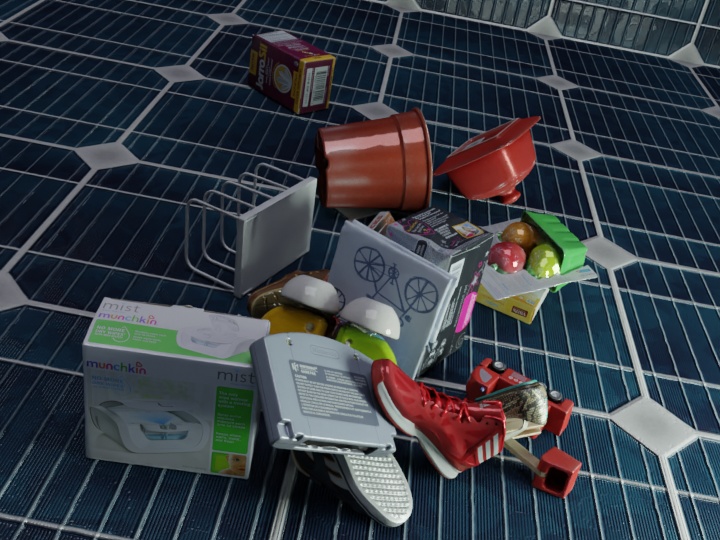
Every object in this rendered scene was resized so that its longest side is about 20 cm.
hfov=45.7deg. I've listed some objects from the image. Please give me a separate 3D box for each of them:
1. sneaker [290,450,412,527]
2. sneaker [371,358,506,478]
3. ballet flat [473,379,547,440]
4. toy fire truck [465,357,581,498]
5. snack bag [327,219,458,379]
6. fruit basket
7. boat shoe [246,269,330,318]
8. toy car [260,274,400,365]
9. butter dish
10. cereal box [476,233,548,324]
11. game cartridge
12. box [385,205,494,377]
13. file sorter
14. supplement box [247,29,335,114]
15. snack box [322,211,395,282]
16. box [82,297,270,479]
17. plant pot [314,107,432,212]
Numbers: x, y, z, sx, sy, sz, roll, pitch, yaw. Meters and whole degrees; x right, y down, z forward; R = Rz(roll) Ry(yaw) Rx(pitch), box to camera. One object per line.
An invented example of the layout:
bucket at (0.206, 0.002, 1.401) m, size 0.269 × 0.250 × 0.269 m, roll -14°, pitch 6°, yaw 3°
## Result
sneaker at (-0.021, 0.229, 1.029) m, size 0.078 × 0.080 × 0.200 m, roll -24°, pitch 71°, yaw -48°
sneaker at (0.105, 0.160, 1.032) m, size 0.115 × 0.200 × 0.079 m, roll -28°, pitch 33°, yaw 20°
ballet flat at (0.148, 0.193, 1.112) m, size 0.198 × 0.076 × 0.068 m, roll -13°, pitch -10°, yaw 26°
toy fire truck at (0.216, 0.205, 1.153) m, size 0.199 × 0.049 × 0.141 m, roll 27°, pitch 37°, yaw 26°
snack bag at (0.028, 0.056, 1.197) m, size 0.188 × 0.202 × 0.021 m, roll 29°, pitch 25°, yaw 25°
fruit basket at (0.266, -0.020, 1.436) m, size 0.198 × 0.094 × 0.186 m, roll -17°, pitch 42°, yaw -17°
boat shoe at (-0.097, 0.039, 1.309) m, size 0.199 × 0.073 × 0.067 m, roll -12°, pitch 33°, yaw -42°
toy car at (-0.039, 0.113, 1.149) m, size 0.198 × 0.177 × 0.150 m, roll 19°, pitch -4°, yaw 15°
butter dish at (0.279, -0.205, 1.745) m, size 0.198 × 0.149 × 0.200 m, roll -19°, pitch 14°, yaw 38°
cereal box at (0.261, 0.007, 1.489) m, size 0.143 × 0.040 × 0.200 m, roll 22°, pitch 34°, yaw 15°
game cartridge at (-0.041, 0.139, 0.967) m, size 0.199 × 0.041 × 0.134 m, roll 20°, pitch 42°, yaw -48°
box at (0.093, 0.027, 1.247) m, size 0.114 × 0.202 × 0.132 m, roll 28°, pitch 31°, yaw 28°
file sorter at (-0.181, -0.075, 1.396) m, size 0.124 × 0.140 × 0.200 m, roll 22°, pitch 33°, yaw 22°
supplement box at (-0.167, -0.476, 2.041) m, size 0.103 × 0.132 × 0.199 m, roll -21°, pitch 42°, yaw -40°
snack box at (0.000, 0.000, 1.323) m, size 0.024 × 0.072 × 0.200 m, roll 3°, pitch 45°, yaw 47°
box at (-0.215, 0.138, 1.008) m, size 0.198 × 0.178 × 0.097 m, roll 9°, pitch 33°, yaw -4°
plant pot at (0.018, -0.200, 1.619) m, size 0.193 × 0.202 × 0.201 m, roll -5°, pitch 34°, yaw -9°
